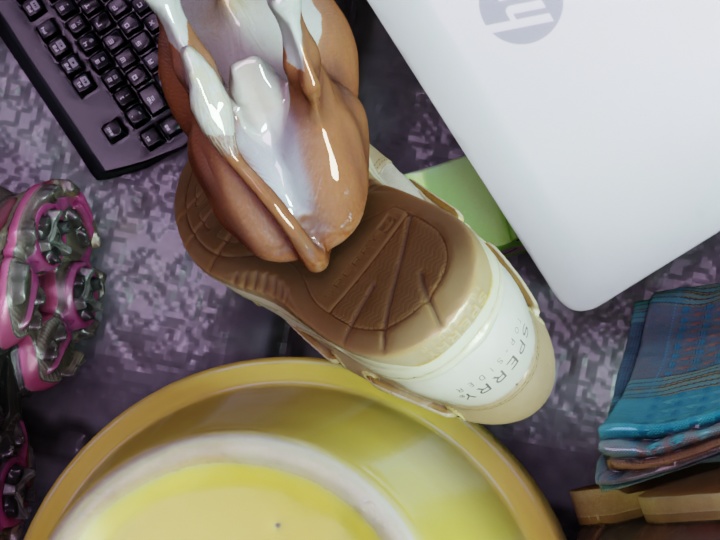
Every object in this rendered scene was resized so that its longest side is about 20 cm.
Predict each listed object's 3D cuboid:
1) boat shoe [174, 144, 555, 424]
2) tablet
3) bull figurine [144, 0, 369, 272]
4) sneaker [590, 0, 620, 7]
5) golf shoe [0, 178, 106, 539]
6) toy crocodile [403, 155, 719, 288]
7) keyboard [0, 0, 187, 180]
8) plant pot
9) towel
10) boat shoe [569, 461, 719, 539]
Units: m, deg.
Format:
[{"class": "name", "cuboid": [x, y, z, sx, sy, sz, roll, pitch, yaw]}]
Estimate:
[{"class": "boat shoe", "cuboid": [0.000, 0.000, 0.960, 0.074, 0.200, 0.069, -46, 123, 0]}, {"class": "tablet", "cuboid": [0.071, -0.101, 0.952, 0.130, 0.014, 0.200, -32, 93, 8]}, {"class": "bull figurine", "cuboid": [-0.041, -0.085, 0.942, 0.065, 0.122, 0.200, -22, 39, -2]}, {"class": "sneaker", "cuboid": [0.035, -0.150, 1.004, 0.200, 0.085, 0.077, 39, 88, 11]}, {"class": "golf shoe", "cuboid": [-0.155, 0.051, 0.976, 0.092, 0.073, 0.200, -2, 43, 20]}, {"class": "toy crocodile", "cuboid": [0.110, -0.037, 0.991, 0.200, 0.062, 0.068, -10, 81, 6]}, {"class": "keyboard", "cuboid": [-0.126, -0.122, 1.042, 0.104, 0.040, 0.200, -35, 79, 0]}, {"class": "plant pot", "cuboid": [-0.029, 0.123, 0.921, 0.200, 0.189, 0.201, -1, 82, 7]}, {"class": "towel", "cuboid": [0.174, 0.008, 0.917, 0.200, 0.147, 0.022, -19, 103, 17]}, {"class": "boat shoe", "cuboid": [0.116, 0.093, 0.888, 0.070, 0.200, 0.070, -9, 85, -8]}]
